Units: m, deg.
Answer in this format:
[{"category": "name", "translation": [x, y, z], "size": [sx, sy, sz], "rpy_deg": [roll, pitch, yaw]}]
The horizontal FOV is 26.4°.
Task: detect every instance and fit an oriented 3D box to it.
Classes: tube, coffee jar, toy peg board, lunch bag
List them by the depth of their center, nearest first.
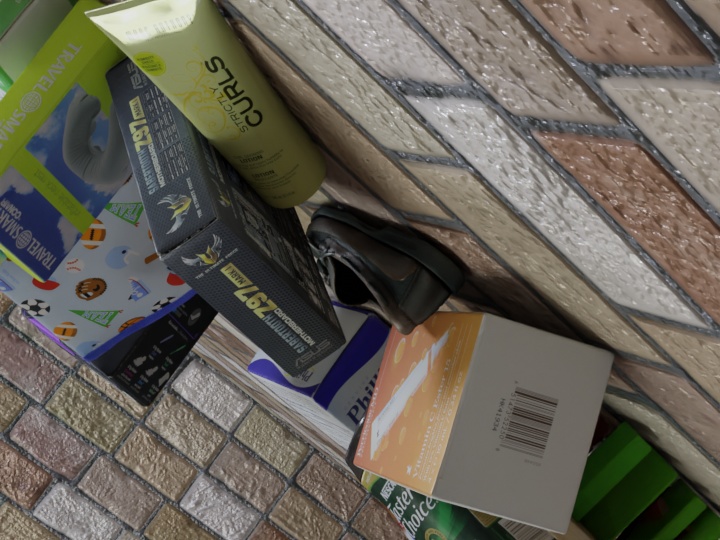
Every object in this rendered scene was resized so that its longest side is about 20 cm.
[{"category": "tube", "translation": [-0.086, -0.108, 0.951], "size": [0.052, 0.058, 0.200], "rpy_deg": [42, 174, 38]}, {"category": "toy peg board", "translation": [0.187, 0.164, 1.230], "size": [0.200, 0.098, 0.199], "rpy_deg": [44, -177, -35]}, {"category": "lunch bag", "translation": [-0.200, -0.047, 1.269], "size": [0.170, 0.200, 0.124], "rpy_deg": [47, -163, -50]}, {"category": "coffee jar", "translation": [0.074, 0.188, 1.285], "size": [0.200, 0.085, 0.104], "rpy_deg": [47, 146, 21]}]

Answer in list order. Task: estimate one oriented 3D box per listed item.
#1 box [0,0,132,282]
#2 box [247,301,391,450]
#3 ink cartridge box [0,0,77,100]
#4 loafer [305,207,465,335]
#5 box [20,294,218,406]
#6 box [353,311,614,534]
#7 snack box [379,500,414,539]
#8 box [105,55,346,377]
[{"category": "box", "translation": [-0.218, -0.083, 1.093], "size": [0.048, 0.200, 0.122], "rpy_deg": [31, 169, 25]}, {"category": "box", "translation": [0.015, 0.128, 1.549], "size": [0.200, 0.105, 0.184], "rpy_deg": [40, 169, -22]}, {"category": "ink cartridge box", "translation": [-0.298, -0.202, 1.153], "size": [0.200, 0.084, 0.146], "rpy_deg": [33, 169, 19]}, {"category": "loafer", "translation": [0.000, 0.000, 1.125], "size": [0.072, 0.063, 0.200], "rpy_deg": [41, 169, -26]}, {"category": "box", "translation": [-0.201, 0.007, 1.449], "size": [0.122, 0.200, 0.106], "rpy_deg": [33, 170, 21]}, {"category": "box", "translation": [0.079, 0.099, 1.068], "size": [0.097, 0.125, 0.200], "rpy_deg": [17, 174, -14]}, {"category": "snack box", "translation": [0.074, 0.195, 1.402], "size": [0.072, 0.024, 0.200], "rpy_deg": [50, 149, 14]}, {"category": "box", "translation": [-0.093, -0.044, 1.037], "size": [0.158, 0.051, 0.200], "rpy_deg": [47, -166, -45]}]
